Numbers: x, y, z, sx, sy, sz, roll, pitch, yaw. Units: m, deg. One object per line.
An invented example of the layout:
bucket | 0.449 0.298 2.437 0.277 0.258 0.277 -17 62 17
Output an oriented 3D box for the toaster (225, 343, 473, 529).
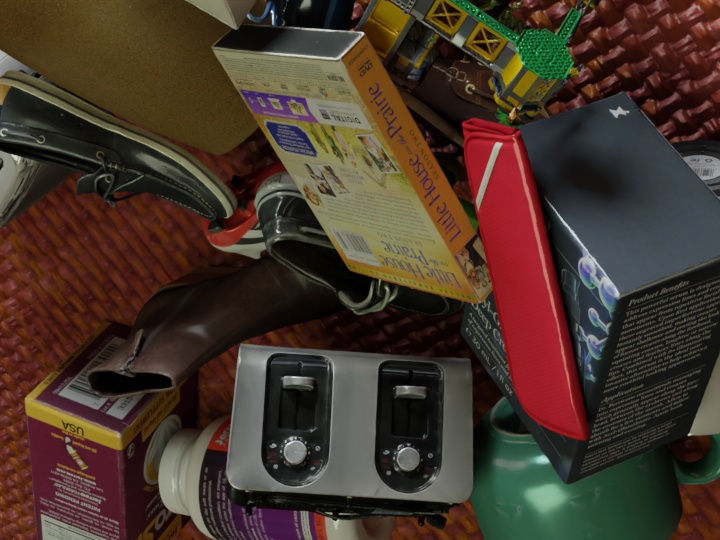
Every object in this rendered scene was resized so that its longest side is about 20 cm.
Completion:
toaster | -0.010 0.129 1.211 0.180 0.119 0.200 5 167 -3

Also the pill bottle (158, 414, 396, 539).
pill bottle | -0.072 0.186 1.379 0.199 0.112 0.113 4 123 27

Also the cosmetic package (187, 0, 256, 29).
cosmetic package | -0.072 -0.269 1.010 0.103 0.200 0.073 32 174 8

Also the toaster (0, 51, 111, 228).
toaster | -0.292 -0.109 1.291 0.114 0.129 0.200 43 132 -3

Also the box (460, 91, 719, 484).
box | 0.155 0.014 1.043 0.149 0.107 0.200 56 155 35

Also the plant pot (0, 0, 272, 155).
plant pot | -0.149 -0.181 1.145 0.200 0.187 0.186 42 134 -21

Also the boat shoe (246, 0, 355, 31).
boat shoe | -0.038 -0.211 1.105 0.068 0.084 0.201 14 104 9

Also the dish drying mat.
dish drying mat | 0.101 0.006 0.992 0.077 0.018 0.201 23 130 63

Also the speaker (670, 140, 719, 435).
speaker | 0.235 0.015 1.108 0.081 0.081 0.201 10 126 24

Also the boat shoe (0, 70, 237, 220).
boat shoe | -0.187 -0.079 1.179 0.199 0.062 0.075 25 166 -7

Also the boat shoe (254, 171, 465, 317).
boat shoe | 0.000 0.000 1.188 0.200 0.071 0.072 26 138 -30

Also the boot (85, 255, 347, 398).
boot | -0.103 0.048 1.264 0.199 0.166 0.073 -6 118 33

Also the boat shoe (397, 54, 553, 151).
boat shoe | 0.082 -0.116 1.121 0.200 0.070 0.070 35 94 0

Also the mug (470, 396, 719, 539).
mug | 0.167 0.141 1.203 0.152 0.185 0.115 11 127 54

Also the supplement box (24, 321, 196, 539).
supplement box | -0.223 0.170 1.443 0.103 0.131 0.201 18 129 18

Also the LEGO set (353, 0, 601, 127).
LEGO set | 0.077 -0.167 1.006 0.153 0.200 0.116 26 144 -8

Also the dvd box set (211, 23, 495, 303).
dvd box set | -0.002 -0.070 1.037 0.146 0.029 0.200 14 143 53

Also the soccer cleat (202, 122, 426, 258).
soccer cleat | -0.030 -0.063 1.221 0.200 0.069 0.085 -25 149 22

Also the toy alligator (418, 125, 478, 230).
toy alligator | 0.014 -0.075 1.124 0.054 0.059 0.200 -21 135 38
